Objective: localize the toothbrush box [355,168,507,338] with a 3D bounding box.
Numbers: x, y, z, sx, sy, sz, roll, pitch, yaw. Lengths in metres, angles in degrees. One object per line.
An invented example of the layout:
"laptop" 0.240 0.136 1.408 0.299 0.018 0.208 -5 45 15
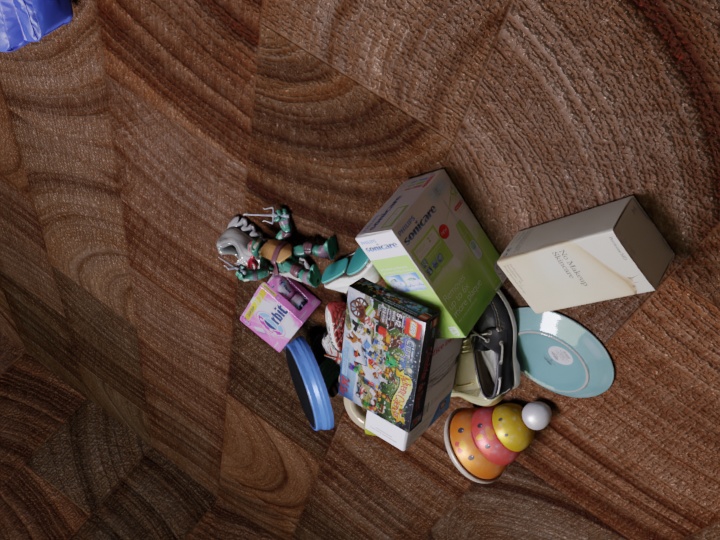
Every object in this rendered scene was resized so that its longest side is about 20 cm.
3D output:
"toothbrush box" 0.109 -0.021 1.163 0.086 0.146 0.200 -10 122 51

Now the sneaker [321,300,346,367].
"sneaker" -0.046 0.133 1.577 0.082 0.078 0.200 23 144 28

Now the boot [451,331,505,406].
"boot" 0.150 0.152 1.405 0.200 0.073 0.156 9 133 50

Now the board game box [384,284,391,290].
"board game box" 0.056 0.054 1.350 0.048 0.102 0.200 37 148 5

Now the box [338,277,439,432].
"box" 0.037 0.126 1.181 0.136 0.038 0.200 25 125 30

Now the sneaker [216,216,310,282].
"sneaker" -0.185 -0.024 1.529 0.200 0.081 0.075 28 144 16

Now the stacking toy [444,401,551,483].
"stacking toy" 0.260 0.281 1.429 0.146 0.146 0.200 44 130 -6

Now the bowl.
"bowl" -0.108 0.235 1.646 0.201 0.039 0.201 162 90 -77

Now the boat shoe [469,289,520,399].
"boat shoe" 0.206 0.115 1.277 0.074 0.060 0.200 25 134 50

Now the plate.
"plate" 0.303 0.139 1.271 0.200 0.026 0.200 28 146 21

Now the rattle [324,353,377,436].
"rattle" 0.027 0.213 1.573 0.200 0.143 0.130 55 146 -2

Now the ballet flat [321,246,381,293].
"ballet flat" 0.000 0.000 1.391 0.069 0.069 0.200 46 152 -10

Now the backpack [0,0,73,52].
"backpack" -0.576 -0.481 1.307 0.167 0.163 0.200 2 127 16

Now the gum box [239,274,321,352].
"gum box" -0.167 0.081 1.648 0.113 0.066 0.200 40 148 -1

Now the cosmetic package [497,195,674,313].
"cosmetic package" 0.290 -0.015 1.051 0.104 0.073 0.200 49 148 -14

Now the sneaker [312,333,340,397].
"sneaker" -0.093 0.195 1.709 0.087 0.074 0.200 27 147 28

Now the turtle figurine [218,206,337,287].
"turtle figurine" -0.148 -0.036 1.441 0.200 0.150 0.101 15 169 25

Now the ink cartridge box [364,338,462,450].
"ink cartridge box" 0.089 0.162 1.284 0.084 0.145 0.200 25 125 28
